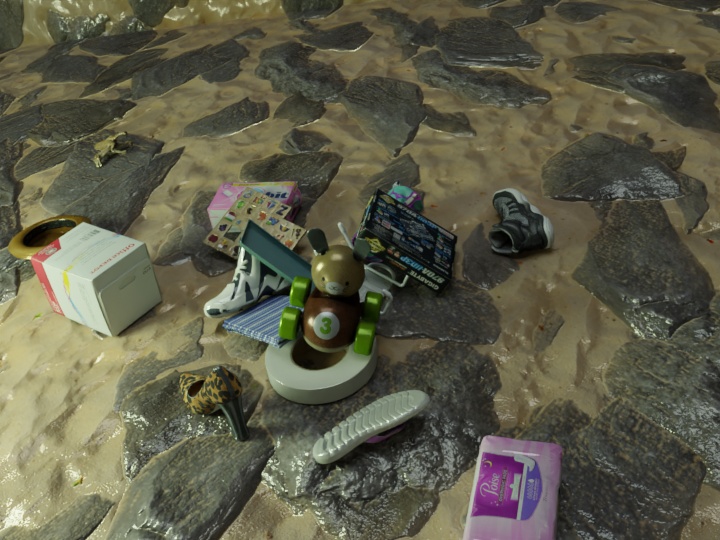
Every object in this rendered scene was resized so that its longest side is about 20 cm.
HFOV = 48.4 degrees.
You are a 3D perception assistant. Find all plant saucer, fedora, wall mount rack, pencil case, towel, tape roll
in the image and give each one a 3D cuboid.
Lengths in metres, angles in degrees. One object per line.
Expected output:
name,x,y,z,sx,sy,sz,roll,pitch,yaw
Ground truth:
plant saucer,-0.153,-0.018,1.572,0.019,0.199,0.070,-37,26,36
fedora,-0.694,-0.054,1.822,0.197,0.083,0.201,-8,29,4
wall mount rack,0.000,0.000,1.535,0.172,0.075,0.200,28,35,8
pencil case,0.059,-0.102,1.701,0.092,0.085,0.201,-39,10,46
towel,-0.153,0.092,1.494,0.144,0.024,0.199,-29,24,-33
tape roll,-0.069,0.153,1.416,0.199,0.037,0.204,-6,34,4

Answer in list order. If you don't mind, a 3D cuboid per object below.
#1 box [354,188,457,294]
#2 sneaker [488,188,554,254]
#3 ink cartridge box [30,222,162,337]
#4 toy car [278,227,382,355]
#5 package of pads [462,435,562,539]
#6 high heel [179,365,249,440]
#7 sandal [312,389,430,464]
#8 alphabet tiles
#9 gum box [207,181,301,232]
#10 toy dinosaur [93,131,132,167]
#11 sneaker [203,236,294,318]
box,0.093,-0.060,1.572,0.198,0.046,0.160,30,35,-9
sneaker,0.302,-0.100,1.649,0.112,0.076,0.200,-18,38,-17
ink cartridge box,-0.531,0.016,1.625,0.198,0.146,0.145,16,41,33
toy car,-0.042,0.021,1.353,0.162,0.202,0.159,11,40,3
package of pads,0.205,0.321,1.076,0.119,0.077,0.201,4,37,16
high heel,-0.255,0.180,1.329,0.071,0.144,0.199,-32,40,-30
sandal,0.020,0.249,1.254,0.200,0.050,0.083,-26,21,-1
alphabet tiles,-0.221,-0.087,1.750,0.198,0.008,0.168,26,67,25
gum box,-0.239,-0.148,1.857,0.197,0.067,0.114,0,37,13
toy dinosaur,-0.708,-0.367,2.290,0.099,0.059,0.201,-7,35,6
sneaker,-0.235,0.005,1.571,0.197,0.131,0.079,-25,-6,-22
